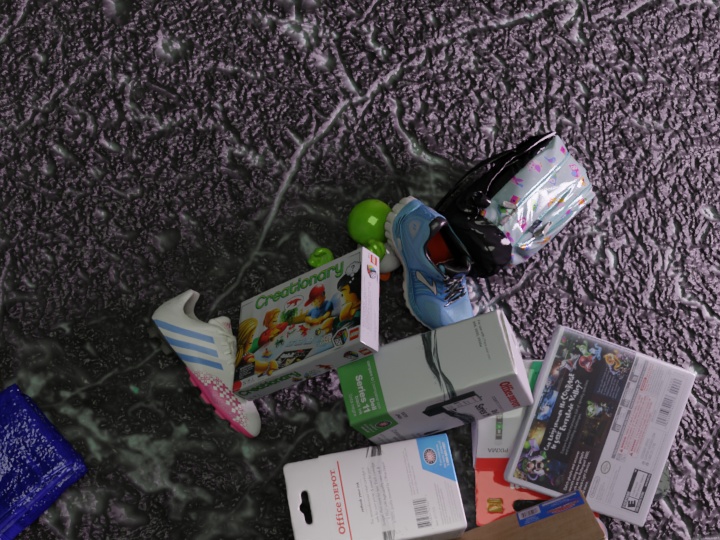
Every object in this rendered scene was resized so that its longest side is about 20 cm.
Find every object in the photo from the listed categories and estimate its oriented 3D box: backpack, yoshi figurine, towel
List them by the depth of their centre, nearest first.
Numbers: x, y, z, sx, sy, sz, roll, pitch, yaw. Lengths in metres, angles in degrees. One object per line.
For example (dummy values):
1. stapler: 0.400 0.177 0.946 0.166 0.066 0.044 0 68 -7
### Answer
1. towel: -0.442 0.250 1.218 0.200 0.050 0.148 -43 83 -12
2. yoshi figurine: -0.011 -0.010 1.287 0.112 0.112 0.200 34 73 11
3. backpack: 0.193 -0.081 1.304 0.200 0.167 0.127 -40 100 -17

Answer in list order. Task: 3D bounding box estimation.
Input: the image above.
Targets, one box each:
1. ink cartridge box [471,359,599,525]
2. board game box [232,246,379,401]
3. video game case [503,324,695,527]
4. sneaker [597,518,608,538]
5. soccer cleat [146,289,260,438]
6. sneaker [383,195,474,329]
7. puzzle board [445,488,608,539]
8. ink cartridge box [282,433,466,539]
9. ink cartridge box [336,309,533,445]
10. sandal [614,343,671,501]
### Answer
1. ink cartridge box: 0.219 0.212 1.278 0.160 0.050 0.201 1 74 -4
2. board game box: -0.064 0.065 1.208 0.200 0.035 0.127 -24 49 32
3. video game case: 0.291 0.189 1.259 0.181 0.023 0.201 19 91 -4
4. sneaker: 0.203 0.340 1.236 0.199 0.080 0.072 -15 94 -29
5. soccer cleat: -0.174 0.110 1.259 0.086 0.070 0.200 -41 81 -3
6. sneaker: 0.097 0.007 1.257 0.078 0.090 0.200 -42 127 -22
7. puzzle board: 0.174 0.315 1.178 0.199 0.151 0.017 -22 96 4
8. ink cartridge box: 0.015 0.273 1.229 0.199 0.068 0.116 -9 66 -6
9. ink cartridge box: 0.091 0.130 1.205 0.199 0.147 0.083 -19 65 10
10. sandal: 0.349 0.186 1.292 0.075 0.048 0.201 -12 78 -6
